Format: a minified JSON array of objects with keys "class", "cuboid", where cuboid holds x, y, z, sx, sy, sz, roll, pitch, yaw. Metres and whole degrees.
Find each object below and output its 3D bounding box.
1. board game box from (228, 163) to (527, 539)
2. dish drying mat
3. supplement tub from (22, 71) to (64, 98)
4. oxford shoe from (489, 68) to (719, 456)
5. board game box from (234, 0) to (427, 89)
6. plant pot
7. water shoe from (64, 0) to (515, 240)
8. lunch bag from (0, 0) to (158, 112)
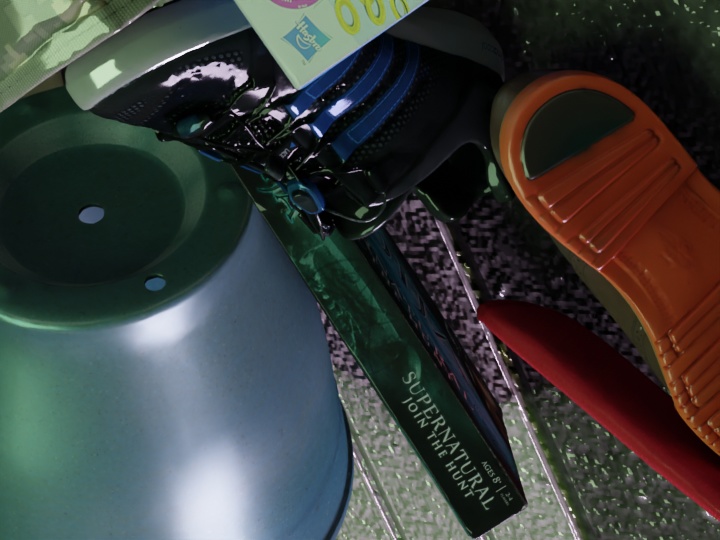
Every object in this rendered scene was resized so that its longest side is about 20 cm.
[{"class":"board game box","cuboid":[0.000,0.000,0.856,0.201,0.028,0.135,57,-173,-12]},{"class":"dish drying mat","cuboid":[0.131,0.074,0.797,0.200,0.077,0.018,41,104,29]},{"class":"supplement tub","cuboid":[-0.215,-0.119,0.950,0.144,0.145,0.201,23,138,34]},{"class":"oxford shoe","cuboid":[0.121,0.002,0.776,0.200,0.071,0.073,51,-179,-16]},{"class":"board game box","cuboid":[0.007,-0.191,0.622,0.195,0.056,0.201,-32,99,23]},{"class":"plant pot","cuboid":[-0.103,0.031,0.906,0.199,0.200,0.189,31,146,25]},{"class":"water shoe","cuboid":[-0.011,-0.052,0.739,0.071,0.199,0.080,-23,77,43]},{"class":"lunch bag","cuboid":[-0.145,-0.135,0.681,0.165,0.117,0.200,56,163,-12]}]
